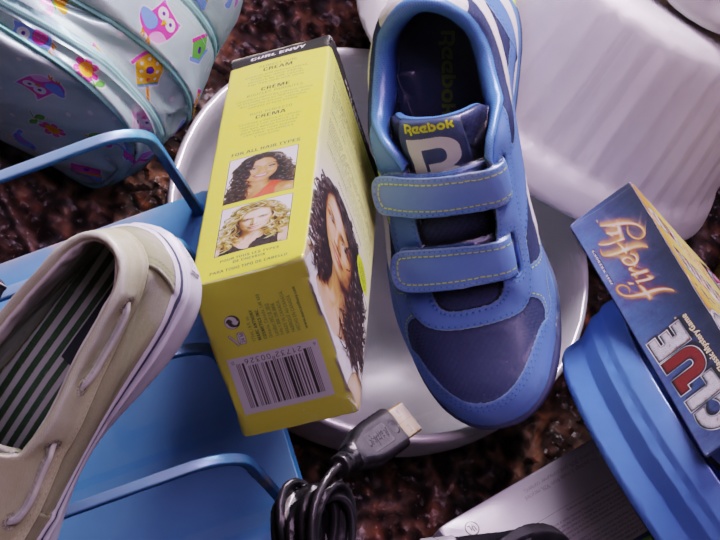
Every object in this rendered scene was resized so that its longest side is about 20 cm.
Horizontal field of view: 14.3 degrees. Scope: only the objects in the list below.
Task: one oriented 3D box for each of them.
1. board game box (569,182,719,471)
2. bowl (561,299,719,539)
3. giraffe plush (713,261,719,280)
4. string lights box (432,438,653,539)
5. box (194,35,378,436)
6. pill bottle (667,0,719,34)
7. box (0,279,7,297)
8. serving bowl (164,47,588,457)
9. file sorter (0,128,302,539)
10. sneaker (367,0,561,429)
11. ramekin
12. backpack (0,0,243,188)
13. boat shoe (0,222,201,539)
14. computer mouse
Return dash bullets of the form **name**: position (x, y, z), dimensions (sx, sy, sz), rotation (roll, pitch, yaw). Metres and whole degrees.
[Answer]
- **board game box**: position (0.173, 0.060, 1.264), dimensions (0.035, 0.200, 0.136), rotation (-36, 51, 10)
- **bowl**: position (0.156, 0.103, 1.254), dimensions (0.039, 0.201, 0.201), rotation (-36, 75, 10)
- **giraffe plush**: position (0.261, -0.056, 1.381), dimensions (0.171, 0.162, 0.201), rotation (-3, 64, -22)
- **string lights box**: position (0.119, 0.182, 1.257), dimensions (0.102, 0.059, 0.201), rotation (-26, 74, -30)
- **box**: position (-0.028, -0.018, 1.170), dimensions (0.050, 0.076, 0.200), rotation (-14, 29, 10)
- **pill bottle**: position (0.192, -0.185, 1.327), dimensions (0.114, 0.114, 0.200), rotation (33, 25, -1)
- **box**: position (-0.253, 0.025, 1.133), dimensions (0.199, 0.036, 0.144), rotation (25, 88, 21)
- **serving bowl**: position (0.000, 0.000, 1.309), dimensions (0.199, 0.066, 0.201), rotation (10, 59, -17)
- **file sorter**: position (-0.108, 0.065, 1.163), dimensions (0.138, 0.123, 0.201), rotation (-20, 71, 4)
- **sneaker**: position (0.038, -0.031, 1.223), dimensions (0.073, 0.082, 0.201), rotation (-9, 88, 12)
- **ramekin**: position (0.106, -0.114, 1.341), dimensions (0.200, 0.098, 0.201), rotation (29, 26, -16)
- **backpack**: position (-0.155, -0.131, 1.284), dimensions (0.199, 0.167, 0.127), rotation (29, 76, -7)
- **boat shoe**: position (-0.136, 0.063, 1.061), dimensions (0.072, 0.062, 0.201), rotation (36, 97, 26)
- **computer mouse**: position (0.020, 0.117, 1.145), dimensions (0.200, 0.046, 0.141), rotation (-18, 106, -53)
